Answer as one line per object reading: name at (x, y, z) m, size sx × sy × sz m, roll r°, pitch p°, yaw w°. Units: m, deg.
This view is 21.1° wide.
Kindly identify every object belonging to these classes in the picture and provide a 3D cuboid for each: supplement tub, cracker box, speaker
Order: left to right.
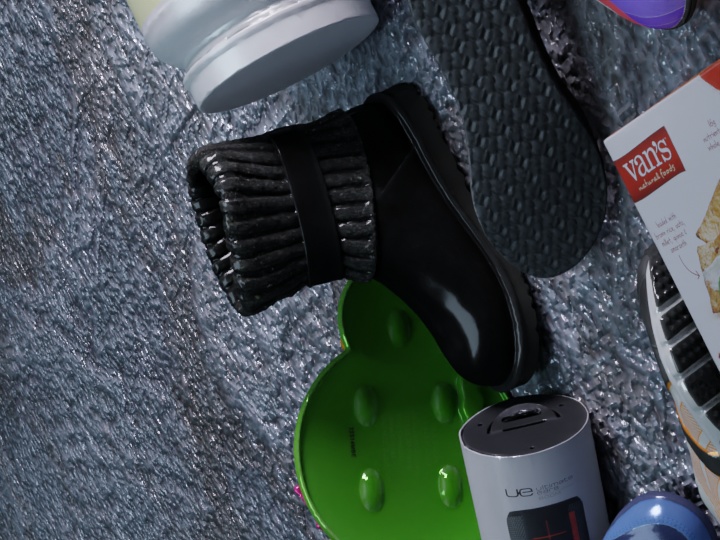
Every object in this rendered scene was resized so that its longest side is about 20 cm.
supplement tub at (-0.086, -0.212, 1.167) m, size 0.201 × 0.144 × 0.145 m, roll 63°, pitch 153°, yaw 5°
speaker at (0.117, 0.179, 1.181) m, size 0.081 × 0.081 × 0.202 m, roll 20°, pitch 127°, yaw 55°
cracker box at (0.207, -0.003, 0.896) m, size 0.201 × 0.057 × 0.134 m, roll 64°, pitch 153°, yaw 6°

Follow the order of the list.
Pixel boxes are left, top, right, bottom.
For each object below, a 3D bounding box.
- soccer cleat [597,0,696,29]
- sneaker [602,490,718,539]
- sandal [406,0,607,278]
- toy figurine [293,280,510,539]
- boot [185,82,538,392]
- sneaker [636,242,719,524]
soccer cleat at (0.085, -0.174, 0.963) m, size 0.200 × 0.073 × 0.069 m, roll 46°, pitch 147°, yaw 35°
sneaker at (0.141, 0.218, 1.101) m, size 0.074 × 0.082 × 0.201 m, roll 30°, pitch 110°, yaw 13°
sandal at (0.085, -0.092, 1.049) m, size 0.075 × 0.048 × 0.202 m, roll -13°, pitch 112°, yaw 18°
toy figurine at (0.009, 0.107, 1.294) m, size 0.184 × 0.149 × 0.202 m, roll 137°, pitch 129°, yaw -71°
boot at (-0.001, 0.000, 1.165) m, size 0.212 × 0.157 × 0.079 m, roll 61°, pitch 153°, yaw 10°
sneaker at (0.186, 0.079, 0.983) m, size 0.201 × 0.073 × 0.080 m, roll 66°, pitch 155°, yaw 2°
